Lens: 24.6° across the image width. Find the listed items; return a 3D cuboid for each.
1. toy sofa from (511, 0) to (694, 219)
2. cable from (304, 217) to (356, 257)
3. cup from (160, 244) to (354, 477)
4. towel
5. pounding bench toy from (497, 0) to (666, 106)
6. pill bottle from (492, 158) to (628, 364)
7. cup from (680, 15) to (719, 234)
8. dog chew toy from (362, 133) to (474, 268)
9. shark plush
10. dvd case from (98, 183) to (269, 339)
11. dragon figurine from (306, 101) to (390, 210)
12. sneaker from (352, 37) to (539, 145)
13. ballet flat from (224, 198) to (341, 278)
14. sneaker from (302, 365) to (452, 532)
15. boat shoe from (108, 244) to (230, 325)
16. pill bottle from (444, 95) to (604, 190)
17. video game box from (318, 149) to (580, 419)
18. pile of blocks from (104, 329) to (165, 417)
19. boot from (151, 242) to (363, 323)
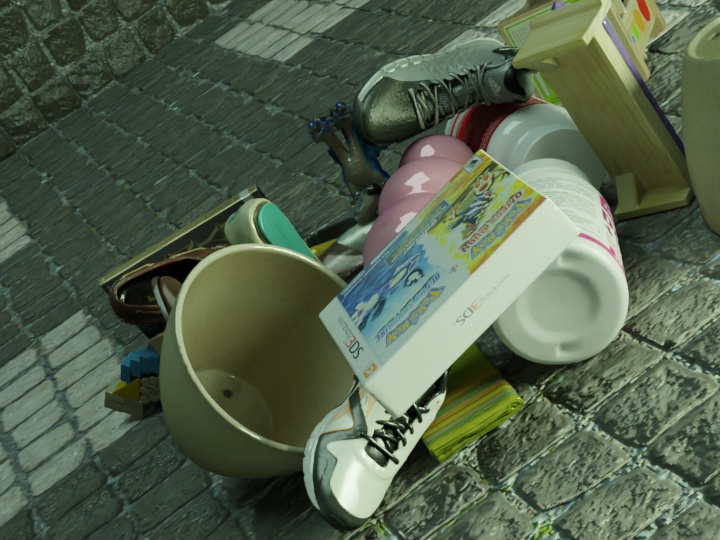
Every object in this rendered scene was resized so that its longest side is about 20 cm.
[{"bbox_3d":[0.231,-0.152,1.473,0.083,0.200,0.098,-13,33,44],"label":"toy sofa"},{"bbox_3d":[0.013,-0.035,1.719,0.199,0.051,0.097,-21,-11,-8],"label":"cable"},{"bbox_3d":[-0.095,0.099,1.426,0.143,0.200,0.200,-48,5,45],"label":"cup"},{"bbox_3d":[0.075,0.100,1.403,0.086,0.018,0.200,-30,20,-2],"label":"towel"},{"bbox_3d":[0.231,-0.304,1.819,0.124,0.200,0.156,-21,24,30],"label":"pounding bench toy"},{"bbox_3d":[0.161,-0.015,1.389,0.113,0.114,0.200,-27,21,15],"label":"pill bottle"},{"bbox_3d":[0.344,-0.143,1.364,0.200,0.144,0.200,-29,20,11],"label":"cup"},{"bbox_3d":[0.069,-0.047,1.543,0.124,0.125,0.201,-21,41,29],"label":"dog chew toy"},{"bbox_3d":[0.000,0.000,1.652,0.200,0.091,0.083,-51,-4,13],"label":"shark plush"},{"bbox_3d":[-0.159,0.008,1.777,0.199,0.149,0.016,-31,40,7],"label":"dvd case"},{"bbox_3d":[0.004,-0.110,1.742,0.059,0.100,0.200,-27,-21,11],"label":"dragon figurine"},{"bbox_3d":[0.093,-0.174,1.563,0.199,0.075,0.115,-30,22,-29],"label":"sneaker"},{"bbox_3d":[-0.055,0.017,1.520,0.069,0.200,0.070,-32,20,14],"label":"ballet flat"},{"bbox_3d":[0.018,0.119,1.320,0.080,0.074,0.201,-26,30,45],"label":"sneaker"},{"bbox_3d":[-0.162,0.013,1.706,0.199,0.071,0.070,-17,-13,-10],"label":"boat shoe"},{"bbox_3d":[0.162,-0.114,1.617,0.112,0.113,0.200,-35,20,-4],"label":"pill bottle"},{"bbox_3d":[0.063,0.005,1.303,0.200,0.047,0.182,-46,22,2],"label":"video game box"},{"bbox_3d":[-0.192,0.090,1.729,0.199,0.082,0.062,-21,23,32],"label":"pile of blocks"},{"bbox_3d":[-0.083,0.023,1.601,0.200,0.187,0.064,-40,-17,5],"label":"boot"}]
